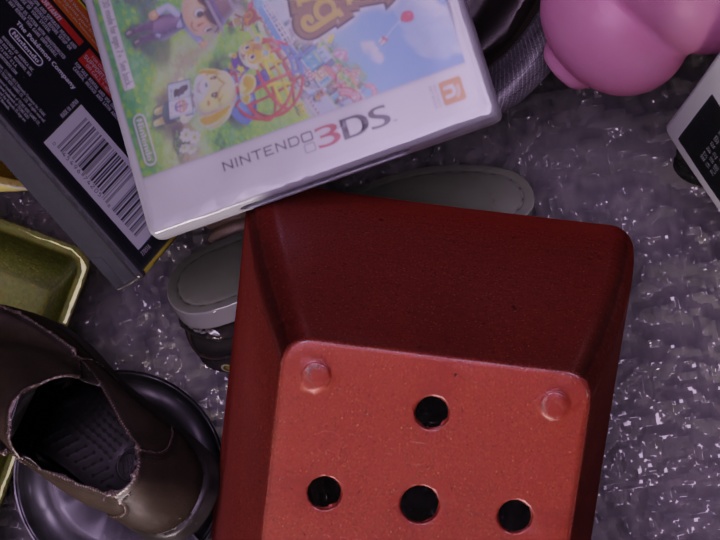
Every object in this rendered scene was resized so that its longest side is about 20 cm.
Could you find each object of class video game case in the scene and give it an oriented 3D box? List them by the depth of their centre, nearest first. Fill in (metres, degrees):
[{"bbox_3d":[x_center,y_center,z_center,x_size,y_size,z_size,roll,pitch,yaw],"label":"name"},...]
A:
[{"bbox_3d":[-0.045,-0.138,0.919,0.181,0.022,0.201,-19,80,11],"label":"video game case"},{"bbox_3d":[-0.137,-0.119,0.963,0.025,0.181,0.200,-26,110,45],"label":"video game case"}]

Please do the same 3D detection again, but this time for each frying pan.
[{"bbox_3d":[-0.115,0.145,1.001,0.114,0.031,0.191,-19,83,-14],"label":"frying pan"}]

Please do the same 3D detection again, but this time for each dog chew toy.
[{"bbox_3d":[0.164,-0.161,0.886,0.200,0.124,0.125,-43,78,24],"label":"dog chew toy"}]

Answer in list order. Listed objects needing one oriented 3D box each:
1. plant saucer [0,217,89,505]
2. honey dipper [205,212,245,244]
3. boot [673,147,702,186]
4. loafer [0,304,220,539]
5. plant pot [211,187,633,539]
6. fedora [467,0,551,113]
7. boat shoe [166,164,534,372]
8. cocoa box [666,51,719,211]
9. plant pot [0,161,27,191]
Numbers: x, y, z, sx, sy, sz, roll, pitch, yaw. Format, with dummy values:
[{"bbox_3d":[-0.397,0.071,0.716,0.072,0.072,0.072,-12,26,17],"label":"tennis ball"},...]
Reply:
[{"bbox_3d":[-0.266,0.053,1.051,0.199,0.048,0.201,20,88,11],"label":"plant saucer"},{"bbox_3d":[-0.090,-0.113,1.046,0.038,0.038,0.201,-16,80,8],"label":"honey dipper"},{"bbox_3d":[0.220,-0.011,0.957,0.158,0.079,0.212,33,79,5],"label":"boot"},{"bbox_3d":[-0.158,0.065,0.954,0.199,0.071,0.073,26,81,28],"label":"loafer"},{"bbox_3d":[0.027,0.083,0.892,0.199,0.176,0.201,7,103,0],"label":"plant pot"},{"bbox_3d":[0.038,-0.158,1.001,0.176,0.090,0.201,14,80,9],"label":"fedora"},{"bbox_3d":[0.000,0.000,1.008,0.200,0.061,0.072,-16,42,3],"label":"boat shoe"},{"bbox_3d":[0.241,-0.072,0.827,0.131,0.200,0.134,-31,81,-10],"label":"cocoa box"},{"bbox_3d":[-0.234,-0.131,1.011,0.142,0.200,0.201,-11,81,39],"label":"plant pot"}]
